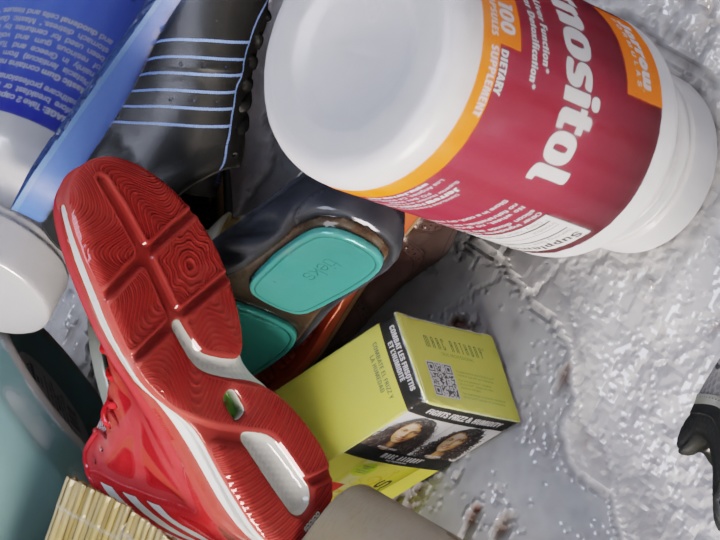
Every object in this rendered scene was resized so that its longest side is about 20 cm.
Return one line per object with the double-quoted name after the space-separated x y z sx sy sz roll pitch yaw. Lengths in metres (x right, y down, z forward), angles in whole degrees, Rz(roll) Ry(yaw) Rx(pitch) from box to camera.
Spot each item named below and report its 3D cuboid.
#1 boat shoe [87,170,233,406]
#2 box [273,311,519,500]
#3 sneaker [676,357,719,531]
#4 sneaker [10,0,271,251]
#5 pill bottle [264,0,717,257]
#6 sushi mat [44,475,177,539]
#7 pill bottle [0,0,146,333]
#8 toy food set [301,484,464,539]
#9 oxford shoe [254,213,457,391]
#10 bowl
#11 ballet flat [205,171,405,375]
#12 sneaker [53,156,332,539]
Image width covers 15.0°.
-0.094 0.013 1.387 0.068 0.072 0.200 -23 61 36 "boat shoe"
-0.025 0.091 1.302 0.200 0.075 0.050 -33 61 31 "box"
0.193 0.099 1.103 0.087 0.074 0.200 -53 45 18 "sneaker"
-0.076 -0.088 1.268 0.200 0.078 0.070 -54 10 4 "sneaker"
0.063 -0.070 1.177 0.113 0.200 0.113 -13 71 39 "pill bottle"
-0.135 0.200 1.254 0.096 0.012 0.200 29 102 41 "sushi mat"
-0.154 -0.074 1.356 0.112 0.112 0.200 -4 53 42 "pill bottle"
0.006 0.204 1.198 0.143 0.060 0.200 29 72 24 "toy food set"
0.000 0.000 1.310 0.200 0.072 0.071 -49 53 35 "oxford shoe"
-0.189 0.090 1.394 0.105 0.201 0.201 -36 54 4 "bowl"
-0.042 -0.002 1.260 0.200 0.073 0.073 -35 56 49 "ballet flat"
-0.105 0.048 1.234 0.115 0.078 0.200 -13 109 43 "sneaker"
